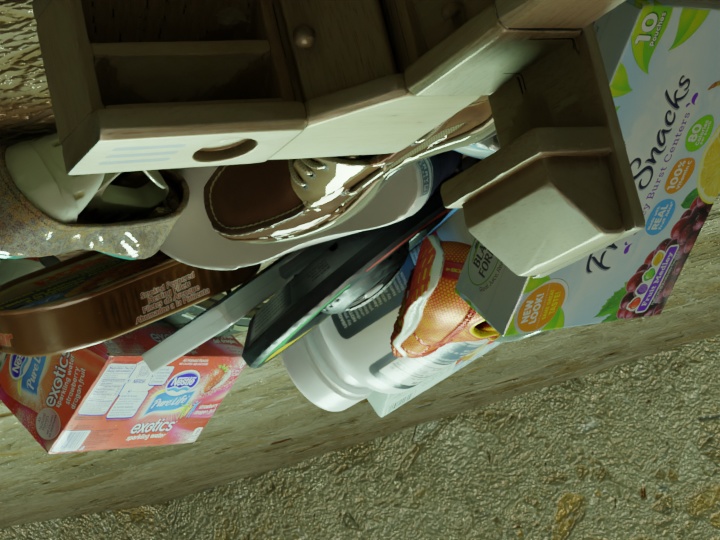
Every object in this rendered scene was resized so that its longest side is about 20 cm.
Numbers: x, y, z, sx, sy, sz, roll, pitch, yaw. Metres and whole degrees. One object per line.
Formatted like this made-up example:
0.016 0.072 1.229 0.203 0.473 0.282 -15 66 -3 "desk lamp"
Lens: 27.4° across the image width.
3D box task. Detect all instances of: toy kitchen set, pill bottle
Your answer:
0.000 -0.074 0.586 0.179 0.165 0.200 -7 167 -33 "toy kitchen set"
0.034 0.027 1.166 0.199 0.120 0.119 -34 160 30 "pill bottle"

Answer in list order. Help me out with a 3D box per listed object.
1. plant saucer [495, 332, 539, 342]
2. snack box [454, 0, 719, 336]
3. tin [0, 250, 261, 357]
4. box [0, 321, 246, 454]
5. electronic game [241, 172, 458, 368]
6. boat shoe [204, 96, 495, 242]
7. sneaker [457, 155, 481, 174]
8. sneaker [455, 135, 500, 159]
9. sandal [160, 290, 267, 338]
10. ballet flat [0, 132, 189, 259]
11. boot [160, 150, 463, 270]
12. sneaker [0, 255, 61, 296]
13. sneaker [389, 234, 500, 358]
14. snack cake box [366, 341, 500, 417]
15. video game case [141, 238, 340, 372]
0.168 -0.024 1.217 0.200 0.050 0.200 -39 -167 10 "plant saucer"
0.148 -0.064 0.826 0.141 0.053 0.201 -4 125 -39 "snack box"
-0.155 0.008 0.978 0.199 0.042 0.112 -23 -158 -35 "tin"
-0.194 0.078 1.203 0.100 0.095 0.200 -55 155 15 "box"
0.000 0.000 1.002 0.199 0.042 0.200 -38 177 -2 "electronic game"
-0.010 -0.075 0.775 0.199 0.076 0.072 -30 166 26 "boat shoe"
0.127 -0.072 0.955 0.085 0.077 0.200 -36 -176 27 "sneaker"
0.106 -0.099 0.886 0.199 0.076 0.086 0 176 -40 "sneaker"
-0.135 0.012 1.158 0.079 0.058 0.200 -15 156 40 "sandal"
-0.161 -0.047 0.827 0.067 0.068 0.200 -39 166 19 "ballet flat"
-0.035 -0.051 0.924 0.198 0.073 0.090 -6 -166 25 "boot"
-0.274 0.042 0.974 0.067 0.109 0.201 -20 168 33 "sneaker"
0.063 0.028 0.988 0.076 0.074 0.200 16 173 -1 "sneaker"
0.087 0.043 1.351 0.199 0.067 0.115 -30 162 -18 "snack cake box"
-0.055 -0.001 1.063 0.200 0.018 0.143 -36 -177 -34 "video game case"
